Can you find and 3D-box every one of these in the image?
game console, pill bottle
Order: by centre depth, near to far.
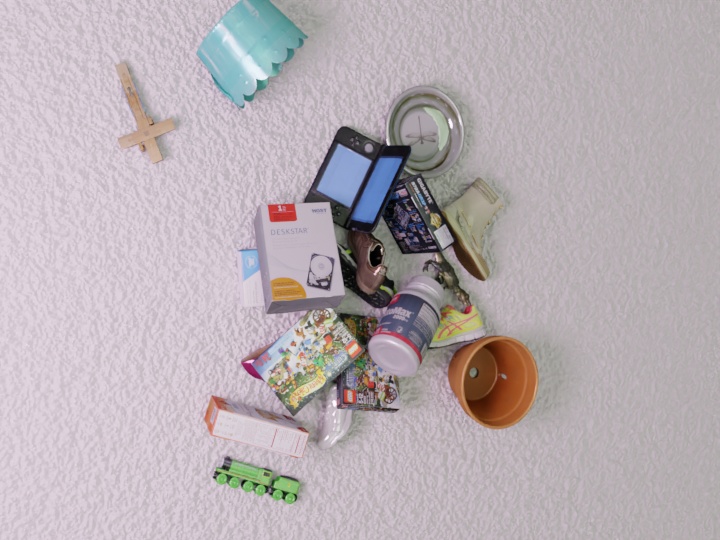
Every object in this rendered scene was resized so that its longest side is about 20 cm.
[{"bbox_3d":[-0.009,-0.197,1.478,0.167,0.118,0.204,26,83,0],"label":"game console"},{"bbox_3d":[0.106,0.113,1.507,0.119,0.119,0.202,42,53,-15],"label":"pill bottle"}]

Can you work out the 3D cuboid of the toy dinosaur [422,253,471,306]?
[{"bbox_3d":[0.183,0.002,1.608,0.087,0.047,0.204,-26,94,-30],"label":"toy dinosaur"}]

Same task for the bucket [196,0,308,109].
[{"bbox_3d":[-0.216,-0.436,1.380,0.135,0.207,0.208,45,79,-12],"label":"bucket"}]

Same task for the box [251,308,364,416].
[{"bbox_3d":[-0.107,0.177,1.441,0.199,0.038,0.137,-41,91,-8],"label":"box"}]

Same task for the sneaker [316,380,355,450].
[{"bbox_3d":[-0.054,0.291,1.533,0.098,0.078,0.203,34,73,-10],"label":"sneaker"}]

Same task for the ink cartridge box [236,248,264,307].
[{"bbox_3d":[-0.158,0.009,1.482,0.194,0.066,0.120,-5,93,-18],"label":"ink cartridge box"}]

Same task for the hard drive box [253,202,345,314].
[{"bbox_3d":[-0.125,-0.026,1.407,0.152,0.077,0.205,-5,70,-19],"label":"hard drive box"}]

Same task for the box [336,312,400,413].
[{"bbox_3d":[0.015,0.200,1.519,0.133,0.038,0.205,8,63,-20],"label":"box"}]

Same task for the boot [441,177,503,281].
[{"bbox_3d":[0.278,-0.094,1.628,0.154,0.072,0.202,-41,109,-19],"label":"boot"}]

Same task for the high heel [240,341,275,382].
[{"bbox_3d":[-0.163,0.147,1.487,0.095,0.067,0.201,38,93,-26],"label":"high heel"}]

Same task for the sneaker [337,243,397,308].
[{"bbox_3d":[0.000,0.000,1.548,0.200,0.071,0.084,44,46,-15],"label":"sneaker"}]

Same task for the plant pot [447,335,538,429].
[{"bbox_3d":[0.289,0.244,1.606,0.194,0.140,0.207,-1,93,-18],"label":"plant pot"}]

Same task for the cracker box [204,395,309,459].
[{"bbox_3d":[-0.215,0.320,1.439,0.196,0.134,0.059,20,85,-19],"label":"cracker box"}]

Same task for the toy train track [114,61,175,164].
[{"bbox_3d":[-0.440,-0.311,1.396,0.112,0.033,0.205,-21,93,-9],"label":"toy train track"}]

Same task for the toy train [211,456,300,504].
[{"bbox_3d":[-0.220,0.447,1.493,0.196,0.042,0.058,23,75,-18],"label":"toy train"}]

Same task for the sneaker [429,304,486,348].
[{"bbox_3d":[0.192,0.128,1.610,0.195,0.078,0.093,-11,87,-24],"label":"sneaker"}]

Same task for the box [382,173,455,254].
[{"bbox_3d":[0.108,-0.116,1.498,0.045,0.199,0.161,-33,101,-17],"label":"box"}]

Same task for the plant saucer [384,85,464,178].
[{"bbox_3d":[0.139,-0.309,1.581,0.195,0.050,0.207,-1,93,-19],"label":"plant saucer"}]

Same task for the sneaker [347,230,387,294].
[{"bbox_3d":[0.024,-0.043,1.483,0.069,0.203,0.076,21,128,-31],"label":"sneaker"}]
